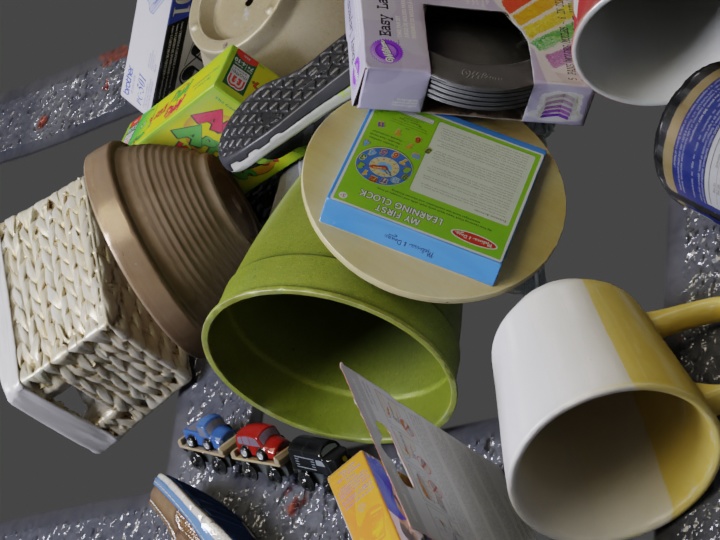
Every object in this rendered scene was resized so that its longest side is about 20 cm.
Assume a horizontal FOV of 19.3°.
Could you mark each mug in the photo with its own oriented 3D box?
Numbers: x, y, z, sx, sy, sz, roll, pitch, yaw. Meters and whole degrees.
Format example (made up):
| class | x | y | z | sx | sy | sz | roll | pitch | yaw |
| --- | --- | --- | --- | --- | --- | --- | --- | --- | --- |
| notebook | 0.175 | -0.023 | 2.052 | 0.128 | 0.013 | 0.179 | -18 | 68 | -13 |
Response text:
| class | x | y | z | sx | sy | sz | roll | pitch | yaw |
| --- | --- | --- | --- | --- | --- | --- | --- | --- | --- |
| mug | 0.233 | -0.235 | 1.596 | 0.133 | 0.177 | 0.200 | -47 | 35 | 43 |
| mug | 0.176 | 0.087 | 1.479 | 0.153 | 0.186 | 0.150 | -106 | 28 | -50 |

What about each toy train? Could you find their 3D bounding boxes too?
| class | x | y | z | sx | sy | sz | roll | pitch | yaw |
| --- | --- | --- | --- | --- | --- | --- | --- | --- | --- |
| toy train | -0.080 | 0.147 | 1.721 | 0.200 | 0.046 | 0.034 | 5 | 31 | 45 |

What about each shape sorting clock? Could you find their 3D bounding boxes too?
| class | x | y | z | sx | sy | sz | roll | pitch | yaw |
| --- | --- | --- | --- | --- | --- | --- | --- | --- | --- |
| shape sorting clock | 0.054 | -0.058 | 1.575 | 0.039 | 0.199 | 0.200 | 105 | 160 | -50 |

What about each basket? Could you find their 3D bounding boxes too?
| class | x | y | z | sx | sy | sz | roll | pitch | yaw |
| --- | --- | --- | --- | --- | --- | --- | --- | --- | --- |
| basket | -0.240 | 0.036 | 1.882 | 0.123 | 0.135 | 0.200 | -32 | 47 | 20 |

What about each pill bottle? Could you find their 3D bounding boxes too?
| class | x | y | z | sx | sy | sz | roll | pitch | yaw |
| --- | --- | --- | --- | --- | --- | --- | --- | --- | --- |
| pill bottle | 0.303 | -0.063 | 1.441 | 0.200 | 0.112 | 0.112 | 33 | 90 | 48 |

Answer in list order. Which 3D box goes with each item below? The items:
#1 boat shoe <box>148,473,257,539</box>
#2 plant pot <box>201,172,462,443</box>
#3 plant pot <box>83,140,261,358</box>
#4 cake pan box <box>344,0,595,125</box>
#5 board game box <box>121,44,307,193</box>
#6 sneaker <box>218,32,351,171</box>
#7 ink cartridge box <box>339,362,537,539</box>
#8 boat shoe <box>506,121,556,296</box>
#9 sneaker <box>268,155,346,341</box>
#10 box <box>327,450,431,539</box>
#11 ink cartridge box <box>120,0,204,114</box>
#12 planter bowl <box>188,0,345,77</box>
| class | x | y | z | sx | sy | sz | roll | pitch | yaw |
| --- | --- | --- | --- | --- | --- | --- | --- | --- | --- |
| boat shoe | -0.121 | 0.233 | 1.693 | 0.072 | 0.072 | 0.200 | -56 | 42 | 3 |
| plant pot | 0.000 | 0.000 | 1.651 | 0.200 | 0.200 | 0.193 | -14 | 45 | 38 |
| plant pot | -0.142 | -0.033 | 1.791 | 0.093 | 0.201 | 0.201 | -28 | 48 | 10 |
| cake pan box | 0.081 | -0.198 | 1.641 | 0.052 | 0.183 | 0.200 | 103 | 168 | -50 |
| board game box | -0.125 | -0.116 | 1.836 | 0.200 | 0.101 | 0.048 | -28 | 33 | 54 |
| sneaker | -0.023 | -0.123 | 1.703 | 0.200 | 0.083 | 0.072 | -30 | 36 | 23 |
| ink cartridge box | 0.055 | 0.168 | 1.468 | 0.050 | 0.200 | 0.161 | -42 | 43 | 16 |
| boat shoe | 0.124 | -0.075 | 1.654 | 0.065 | 0.074 | 0.203 | 8 | 66 | 2 |
| sneaker | -0.042 | -0.017 | 1.786 | 0.082 | 0.075 | 0.201 | -34 | 39 | 46 |
| box | 0.054 | 0.228 | 1.495 | 0.041 | 0.119 | 0.200 | -42 | 44 | 15 |
| ink cartridge box | -0.158 | -0.240 | 1.919 | 0.044 | 0.094 | 0.200 | 39 | 136 | 23 |
| planter bowl | -0.064 | -0.213 | 1.863 | 0.200 | 0.135 | 0.201 | -22 | 53 | 32 |
